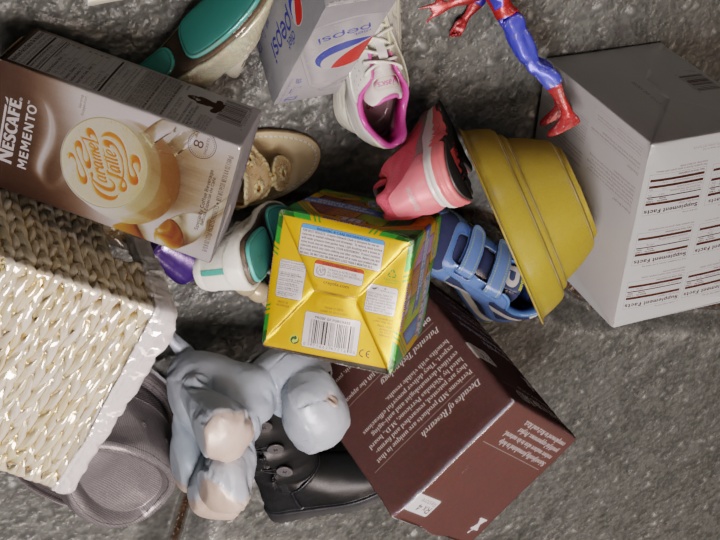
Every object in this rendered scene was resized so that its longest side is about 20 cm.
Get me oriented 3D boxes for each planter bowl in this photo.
[{"bbox_3d":[0.167,-0.058,1.165,0.083,0.201,0.201,-23,130,6],"label":"planter bowl"}]

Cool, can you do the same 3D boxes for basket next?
[{"bbox_3d":[-0.280,0.038,1.043,0.160,0.199,0.201,23,111,-34],"label":"basket"}]

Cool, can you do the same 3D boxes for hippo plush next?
[{"bbox_3d":[-0.099,0.137,1.188,0.159,0.200,0.161,-11,131,-24],"label":"hippo plush"}]

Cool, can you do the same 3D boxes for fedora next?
[{"bbox_3d":[-0.252,0.182,1.223,0.176,0.090,0.200,-37,130,1],"label":"fedora"}]

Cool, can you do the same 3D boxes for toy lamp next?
[{"bbox_3d":[-0.121,0.009,1.193,0.199,0.058,0.058,32,104,-38],"label":"toy lamp"}]

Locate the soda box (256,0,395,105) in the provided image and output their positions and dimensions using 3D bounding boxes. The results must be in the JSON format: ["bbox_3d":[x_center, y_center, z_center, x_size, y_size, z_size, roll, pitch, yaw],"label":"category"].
[{"bbox_3d":[-0.032,-0.204,1.007,0.063,0.069,0.200,-13,169,-19],"label":"soda box"}]

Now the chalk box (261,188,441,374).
[{"bbox_3d":[0.000,0.000,1.144,0.123,0.200,0.125,11,104,9],"label":"chalk box"}]

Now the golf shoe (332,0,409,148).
[{"bbox_3d":[0.013,-0.200,1.094,0.075,0.092,0.202,-17,126,-13],"label":"golf shoe"}]

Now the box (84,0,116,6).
[{"bbox_3d":[-0.131,-0.277,0.974,0.198,0.078,0.096,-12,124,-18],"label":"box"}]

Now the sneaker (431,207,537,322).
[{"bbox_3d":[0.121,-0.007,1.272,0.199,0.082,0.075,34,73,-42],"label":"sneaker"}]

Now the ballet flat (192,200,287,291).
[{"bbox_3d":[-0.101,-0.020,1.121,0.069,0.200,0.070,2,102,11],"label":"ballet flat"}]

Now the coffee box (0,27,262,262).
[{"bbox_3d":[-0.193,-0.101,1.003,0.198,0.080,0.115,19,121,-1],"label":"coffee box"}]

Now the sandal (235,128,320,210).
[{"bbox_3d":[-0.124,-0.078,1.122,0.209,0.070,0.078,-3,123,-24],"label":"sandal"}]

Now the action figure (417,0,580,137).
[{"bbox_3d":[0.119,-0.210,1.143,0.098,0.065,0.201,-24,110,6],"label":"action figure"}]

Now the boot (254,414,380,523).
[{"bbox_3d":[-0.057,0.176,1.321,0.163,0.066,0.201,-19,127,3],"label":"boot"}]

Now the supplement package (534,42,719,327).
[{"bbox_3d":[0.277,-0.089,1.233,0.146,0.192,0.202,-10,126,-20],"label":"supplement package"}]

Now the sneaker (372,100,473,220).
[{"bbox_3d":[0.050,-0.097,1.134,0.086,0.200,0.074,-24,105,12],"label":"sneaker"}]

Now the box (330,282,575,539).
[{"bbox_3d":[0.076,0.138,1.265,0.164,0.200,0.166,-45,144,9],"label":"box"}]

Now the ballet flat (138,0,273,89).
[{"bbox_3d":[-0.137,-0.175,1.049,0.199,0.068,0.062,-34,143,20],"label":"ballet flat"}]
